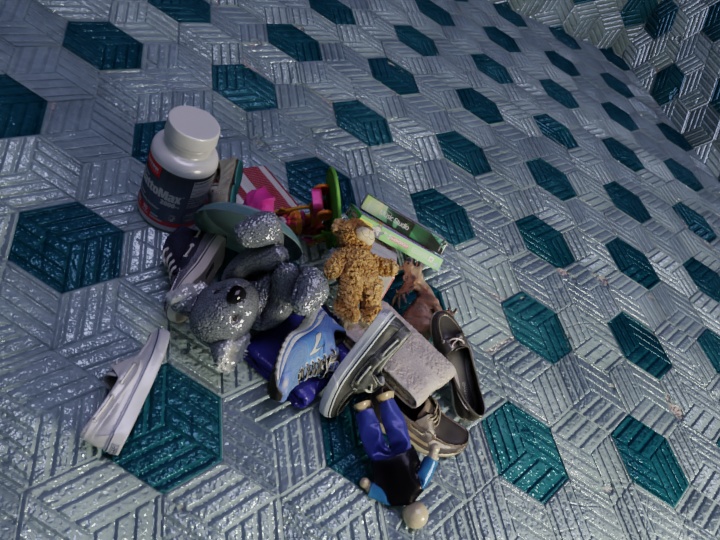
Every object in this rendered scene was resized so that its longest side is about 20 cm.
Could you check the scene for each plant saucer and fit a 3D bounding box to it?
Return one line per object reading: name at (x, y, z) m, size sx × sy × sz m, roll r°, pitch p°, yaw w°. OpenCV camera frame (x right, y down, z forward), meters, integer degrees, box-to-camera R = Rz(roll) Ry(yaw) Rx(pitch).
plant saucer at (-0.191, -0.068, 1.135) m, size 0.196 × 0.200 × 0.028 m, roll 22°, pitch 71°, yaw -13°

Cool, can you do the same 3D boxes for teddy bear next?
teddy bear at (0.000, 0.000, 1.131) m, size 0.142 × 0.067 × 0.204 m, roll 21°, pitch 62°, yaw -12°

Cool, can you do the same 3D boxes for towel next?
towel at (-0.092, 0.134, 1.110) m, size 0.147 × 0.050 × 0.199 m, roll 36°, pitch 39°, yaw 14°
towel at (0.061, 0.135, 1.122) m, size 0.199 × 0.035 × 0.131 m, roll 41°, pitch 41°, yaw 22°
towel at (-0.234, -0.151, 1.322) m, size 0.198 × 0.023 × 0.145 m, roll -17°, pitch 59°, yaw -45°

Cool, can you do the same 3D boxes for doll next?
doll at (0.058, 0.292, 1.008) m, size 0.134 × 0.049 × 0.204 m, roll -19°, pitch 74°, yaw -1°

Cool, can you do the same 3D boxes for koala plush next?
koala plush at (-0.183, 0.048, 1.014) m, size 0.178 × 0.184 × 0.199 m, roll 49°, pitch 57°, yaw 1°

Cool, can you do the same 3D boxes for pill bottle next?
pill bottle at (-0.316, -0.179, 1.153) m, size 0.117 × 0.202 × 0.121 m, roll 17°, pitch 41°, yaw -16°

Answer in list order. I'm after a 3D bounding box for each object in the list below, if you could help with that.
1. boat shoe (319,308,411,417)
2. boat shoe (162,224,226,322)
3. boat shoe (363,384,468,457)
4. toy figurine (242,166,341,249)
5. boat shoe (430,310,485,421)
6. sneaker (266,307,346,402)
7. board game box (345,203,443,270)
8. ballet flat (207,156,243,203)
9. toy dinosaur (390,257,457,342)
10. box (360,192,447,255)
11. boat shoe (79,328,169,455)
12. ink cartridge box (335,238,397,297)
boat shoe at (0.007, 0.159, 1.032) m, size 0.070 × 0.202 × 0.072 m, roll 36°, pitch 12°, yaw 15°
boat shoe at (-0.300, 0.002, 1.094) m, size 0.091 × 0.076 × 0.202 m, roll 17°, pitch 38°, yaw 3°
boat shoe at (0.100, 0.250, 1.094) m, size 0.196 × 0.074 × 0.075 m, roll 21°, pitch 40°, yaw -14°
toy figurine at (-0.139, -0.103, 1.251) m, size 0.179 × 0.201 × 0.154 m, roll -4°, pitch 68°, yaw -11°
boat shoe at (0.180, 0.168, 1.175) m, size 0.066 × 0.057 × 0.205 m, roll -14°, pitch 87°, yaw -25°
sneaker at (-0.076, 0.133, 1.017) m, size 0.088 × 0.080 × 0.201 m, roll 28°, pitch 38°, yaw 7°
board game box at (0.068, -0.071, 1.369) m, size 0.197 × 0.030 × 0.135 m, roll 28°, pitch 8°, yaw -17°
ballet flat at (-0.262, -0.148, 1.243) m, size 0.061 × 0.069 × 0.202 m, roll 0°, pitch 36°, yaw -3°
toy dinosaur at (0.109, 0.091, 1.263) m, size 0.132 × 0.086 × 0.203 m, roll 17°, pitch 57°, yaw -2°
box at (0.091, -0.105, 1.427) m, size 0.197 × 0.037 × 0.144 m, roll 29°, pitch 8°, yaw -4°
boat shoe at (-0.323, 0.153, 0.911) m, size 0.064 × 0.074 × 0.202 m, roll 26°, pitch 39°, yaw -14°
ink cartridge box at (0.008, -0.020, 1.285) m, size 0.115 × 0.068 × 0.200 m, roll 30°, pitch 19°, yaw -4°
